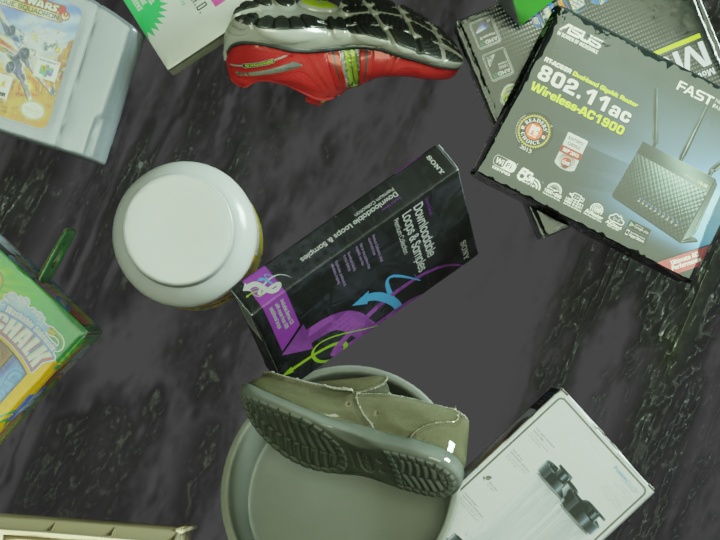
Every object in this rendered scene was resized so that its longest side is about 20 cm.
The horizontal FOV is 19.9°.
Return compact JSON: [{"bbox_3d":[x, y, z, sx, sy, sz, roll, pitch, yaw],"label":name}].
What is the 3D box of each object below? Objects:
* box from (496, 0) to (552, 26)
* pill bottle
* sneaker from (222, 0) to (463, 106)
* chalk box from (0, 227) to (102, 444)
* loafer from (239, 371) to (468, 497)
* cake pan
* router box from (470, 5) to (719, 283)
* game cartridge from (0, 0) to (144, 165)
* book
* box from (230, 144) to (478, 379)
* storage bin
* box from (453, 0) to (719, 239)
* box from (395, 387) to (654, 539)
[{"bbox_3d":[0.147,-0.335,1.650,0.200,0.097,0.177,-39,71,-2],"label":"box"},{"bbox_3d":[-0.135,-0.026,1.604,0.112,0.200,0.113,0,87,-1],"label":"pill bottle"},{"bbox_3d":[-0.016,-0.175,1.684,0.199,0.077,0.085,5,125,-13],"label":"sneaker"},{"bbox_3d":[-0.289,0.049,1.637,0.124,0.124,0.200,43,89,1],"label":"chalk box"},{"bbox_3d":[-0.001,0.120,1.613,0.199,0.075,0.070,17,54,21],"label":"loafer"},{"bbox_3d":[-0.013,0.177,1.647,0.199,0.037,0.201,-6,68,15],"label":"cake pan"},{"bbox_3d":[0.209,-0.100,1.638,0.199,0.062,0.150,26,88,0],"label":"router box"},{"bbox_3d":[-0.287,-0.179,1.690,0.199,0.042,0.134,17,92,0],"label":"game cartridge"},{"bbox_3d":[-0.109,-0.272,1.695,0.200,0.048,0.134,-33,87,1],"label":"book"},{"bbox_3d":[0.000,0.000,1.626,0.200,0.143,0.036,-37,62,-9],"label":"box"},{"bbox_3d":[-0.232,0.239,1.596,0.199,0.199,0.094,5,84,-1],"label":"storage bin"},{"bbox_3d":[0.202,-0.150,1.692,0.199,0.048,0.194,-21,87,-1],"label":"box"},{"bbox_3d":[0.128,0.203,1.672,0.200,0.060,0.117,-44,89,-2],"label":"box"}]
